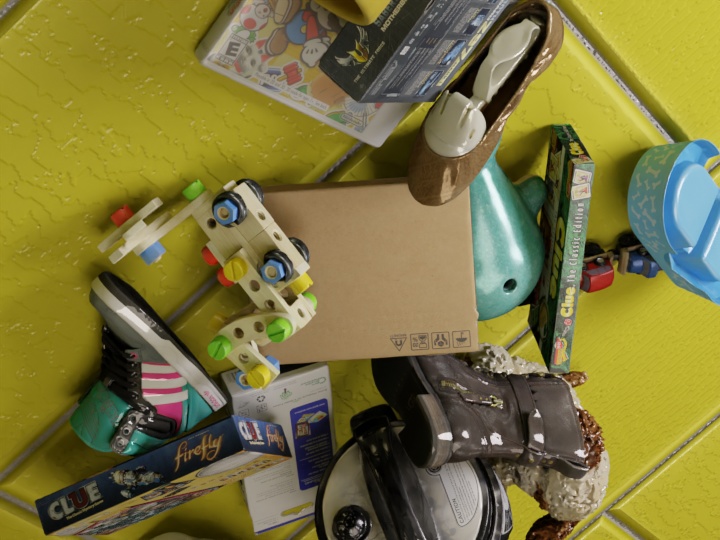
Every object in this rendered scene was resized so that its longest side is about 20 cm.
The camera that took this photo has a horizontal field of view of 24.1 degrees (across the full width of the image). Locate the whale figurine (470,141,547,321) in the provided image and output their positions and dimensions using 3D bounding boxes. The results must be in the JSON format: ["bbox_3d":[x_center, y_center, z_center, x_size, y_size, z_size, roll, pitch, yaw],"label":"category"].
[{"bbox_3d":[0.105,-0.041,1.490,0.158,0.104,0.201,-20,132,-19],"label":"whale figurine"}]

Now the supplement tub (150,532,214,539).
[{"bbox_3d":[-0.136,0.351,1.679,0.140,0.141,0.200,-42,134,11],"label":"supplement tub"}]

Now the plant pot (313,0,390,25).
[{"bbox_3d":[-0.014,-0.303,1.152,0.189,0.201,0.201,-52,134,-1],"label":"plant pot"}]

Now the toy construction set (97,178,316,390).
[{"bbox_3d":[-0.116,0.002,1.404,0.131,0.092,0.200,-36,108,30],"label":"toy construction set"}]

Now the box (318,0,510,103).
[{"bbox_3d":[0.069,-0.217,1.279,0.200,0.051,0.157,-52,164,20],"label":"box"}]

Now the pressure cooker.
[{"bbox_3d":[0.047,0.235,1.584,0.180,0.175,0.200,-62,163,-13],"label":"pressure cooker"}]

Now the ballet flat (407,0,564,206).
[{"bbox_3d":[0.101,-0.145,1.387,0.200,0.068,0.072,-51,164,-8],"label":"ballet flat"}]

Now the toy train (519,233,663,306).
[{"bbox_3d":[0.222,-0.001,1.632,0.199,0.046,0.034,-14,133,-18],"label":"toy train"}]

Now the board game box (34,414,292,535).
[{"bbox_3d":[-0.174,0.187,1.519,0.199,0.035,0.135,-24,166,11],"label":"board game box"}]

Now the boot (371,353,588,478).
[{"bbox_3d":[0.110,0.107,1.548,0.173,0.201,0.069,1,142,-26],"label":"boot"}]

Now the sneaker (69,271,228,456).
[{"bbox_3d":[-0.208,0.093,1.463,0.121,0.084,0.200,-40,137,-5],"label":"sneaker"}]

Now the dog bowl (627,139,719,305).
[{"bbox_3d":[0.317,-0.047,1.612,0.200,0.049,0.112,43,66,-45],"label":"dog bowl"}]

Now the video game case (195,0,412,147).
[{"bbox_3d":[-0.005,-0.204,1.351,0.199,0.023,0.182,22,115,-39],"label":"video game case"}]

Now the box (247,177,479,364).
[{"bbox_3d":[0.000,0.000,1.453,0.198,0.021,0.165,-4,113,3],"label":"box"}]

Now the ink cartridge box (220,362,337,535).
[{"bbox_3d":[-0.074,0.164,1.624,0.099,0.039,0.201,-17,132,-15],"label":"ink cartridge box"}]

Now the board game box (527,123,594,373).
[{"bbox_3d":[0.179,-0.020,1.520,0.023,0.105,0.201,0,114,-9],"label":"board game box"}]

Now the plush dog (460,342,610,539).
[{"bbox_3d":[0.187,0.176,1.676,0.159,0.172,0.201,-12,132,-19],"label":"plush dog"}]
